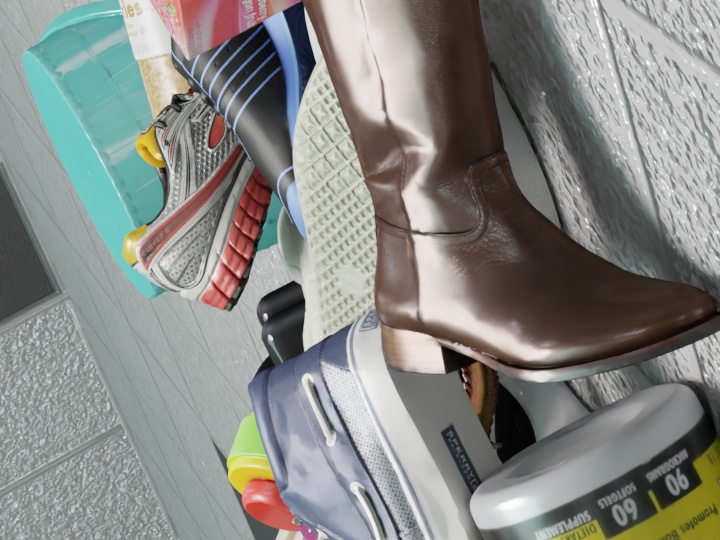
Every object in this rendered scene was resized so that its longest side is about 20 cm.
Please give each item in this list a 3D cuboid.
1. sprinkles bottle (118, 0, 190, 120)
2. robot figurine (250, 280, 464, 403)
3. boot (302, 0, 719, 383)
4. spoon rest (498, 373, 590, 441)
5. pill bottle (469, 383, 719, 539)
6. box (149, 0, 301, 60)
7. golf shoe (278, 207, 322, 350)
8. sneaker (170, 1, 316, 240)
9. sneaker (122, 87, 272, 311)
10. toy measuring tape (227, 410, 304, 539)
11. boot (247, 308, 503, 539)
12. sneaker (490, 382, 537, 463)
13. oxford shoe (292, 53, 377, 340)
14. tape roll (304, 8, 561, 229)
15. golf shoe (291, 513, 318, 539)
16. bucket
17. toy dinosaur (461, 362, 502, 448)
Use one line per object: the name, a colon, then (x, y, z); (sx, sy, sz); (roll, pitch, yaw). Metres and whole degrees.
sprinkles bottle: (-0.114, -0.179, 1.482); (0.068, 0.068, 0.202); (-164, 58, -75)
robot figurine: (0.009, 0.096, 1.523); (0.124, 0.150, 0.201); (-11, 115, 38)
boot: (0.058, -0.058, 1.064); (0.185, 0.064, 0.202); (-3, 102, 40)
spoon rest: (0.100, 0.102, 1.297); (0.201, 0.060, 0.100); (56, 132, 24)
pill bottle: (0.141, 0.162, 1.128); (0.201, 0.114, 0.114); (62, 169, -3)
box: (-0.070, -0.206, 1.227); (0.095, 0.102, 0.200); (56, 166, 22)
golf shoe: (0.000, 0.000, 1.399); (0.092, 0.075, 0.201); (93, 159, -45)
sneaker: (-0.056, -0.105, 1.366); (0.070, 0.077, 0.202); (-7, -100, -59)
sneaker: (-0.080, -0.084, 1.423); (0.078, 0.082, 0.202); (119, 166, -78)
toy measuring tape: (-0.047, 0.119, 1.439); (0.074, 0.073, 0.200); (59, 158, 12)
boot: (0.024, 0.121, 1.181); (0.073, 0.090, 0.201); (-17, -97, -56)
sneaker: (0.104, 0.137, 1.363); (0.070, 0.089, 0.202); (105, 162, -64)
oxford shoe: (0.013, -0.031, 1.191); (0.075, 0.058, 0.201); (21, 131, 31)
tape roll: (0.035, -0.063, 1.260); (0.204, 0.037, 0.203); (58, 168, 20)
golf shoe: (0.015, 0.138, 1.339); (0.075, 0.091, 0.202); (17, 112, 49)
bucket: (-0.117, -0.091, 1.622); (0.208, 0.134, 0.208); (57, 167, 22)
toy dinosaur: (0.059, 0.160, 1.280); (0.201, 0.104, 0.182); (-89, 15, -46)
